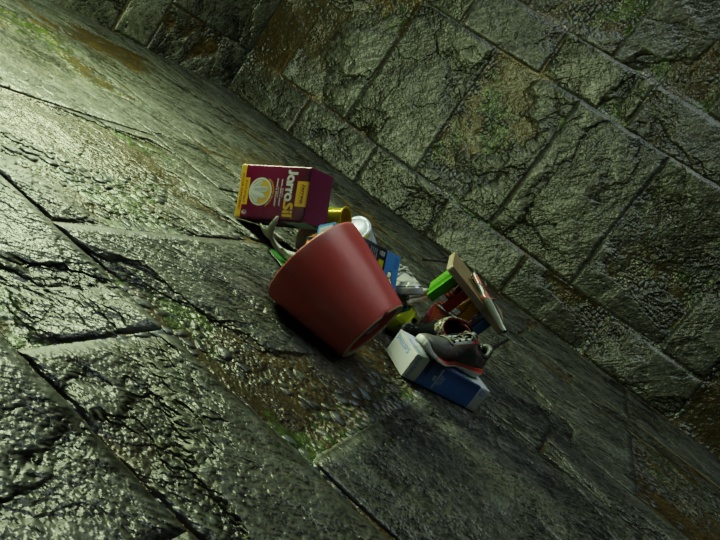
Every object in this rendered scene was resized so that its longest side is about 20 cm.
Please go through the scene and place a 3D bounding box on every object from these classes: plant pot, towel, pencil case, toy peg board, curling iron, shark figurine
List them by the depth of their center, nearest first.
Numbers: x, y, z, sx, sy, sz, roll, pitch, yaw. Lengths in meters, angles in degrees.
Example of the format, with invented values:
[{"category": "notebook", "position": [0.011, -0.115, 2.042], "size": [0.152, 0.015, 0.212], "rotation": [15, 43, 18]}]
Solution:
[{"category": "plant pot", "position": [-0.033, 0.043, 1.214], "size": [0.177, 0.200, 0.200], "rotation": [49, 14, 13]}, {"category": "shark figurine", "position": [-0.131, -0.032, 1.522], "size": [0.214, 0.128, 0.089], "rotation": [15, -10, -10]}, {"category": "curling iron", "position": [0.301, 0.071, 1.581], "size": [0.050, 0.026, 0.200], "rotation": [38, 20, -36]}, {"category": "towel", "position": [0.085, 0.060, 1.665], "size": [0.132, 0.035, 0.200], "rotation": [7, 6, 23]}, {"category": "toy peg board", "position": [0.253, 0.075, 1.675], "size": [0.199, 0.098, 0.200], "rotation": [52, 14, -2]}, {"category": "pencil case", "position": [0.011, -0.049, 1.752], "size": [0.200, 0.083, 0.091], "rotation": [65, 7, -52]}]

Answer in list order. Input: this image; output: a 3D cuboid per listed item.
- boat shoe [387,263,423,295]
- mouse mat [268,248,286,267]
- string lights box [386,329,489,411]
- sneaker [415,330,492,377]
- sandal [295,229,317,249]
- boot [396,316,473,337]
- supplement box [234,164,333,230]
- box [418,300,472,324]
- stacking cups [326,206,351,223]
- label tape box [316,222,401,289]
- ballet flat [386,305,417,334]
[{"category": "boat shoe", "position": [0.089, 0.017, 1.575], "size": [0.072, 0.066, 0.200], "rotation": [2, 5, -15]}, {"category": "mouse mat", "position": [-0.108, 0.023, 1.500], "size": [0.161, 0.008, 0.200], "rotation": [24, 17, -43]}, {"category": "string lights box", "position": [0.158, 0.204, 1.393], "size": [0.200, 0.059, 0.103], "rotation": [29, 13, -26]}, {"category": "sneaker", "position": [0.191, 0.147, 1.358], "size": [0.200, 0.082, 0.077], "rotation": [25, 16, -42]}, {"category": "sandal", "position": [-0.135, -0.080, 1.689], "size": [0.059, 0.079, 0.207], "rotation": [28, 5, -25]}, {"category": "boot", "position": [0.200, 0.157, 1.489], "size": [0.203, 0.074, 0.154], "rotation": [22, -22, -29]}, {"category": "supplement box", "position": [-0.178, -0.169, 1.580], "size": [0.200, 0.131, 0.103], "rotation": [6, -5, 28]}, {"category": "box", "position": [0.217, 0.143, 1.712], "size": [0.100, 0.096, 0.200], "rotation": [40, 13, 14]}, {"category": "stacking cups", "position": [-0.121, -0.122, 1.634], "size": [0.200, 0.061, 0.060], "rotation": [1, -5, 27]}, {"category": "label tape box", "position": [-0.014, 0.002, 1.471], "size": [0.200, 0.144, 0.063], "rotation": [26, -23, -36]}, {"category": "ballet flat", "position": [0.100, 0.120, 1.584], "size": [0.067, 0.067, 0.200], "rotation": [65, 13, 2]}]
